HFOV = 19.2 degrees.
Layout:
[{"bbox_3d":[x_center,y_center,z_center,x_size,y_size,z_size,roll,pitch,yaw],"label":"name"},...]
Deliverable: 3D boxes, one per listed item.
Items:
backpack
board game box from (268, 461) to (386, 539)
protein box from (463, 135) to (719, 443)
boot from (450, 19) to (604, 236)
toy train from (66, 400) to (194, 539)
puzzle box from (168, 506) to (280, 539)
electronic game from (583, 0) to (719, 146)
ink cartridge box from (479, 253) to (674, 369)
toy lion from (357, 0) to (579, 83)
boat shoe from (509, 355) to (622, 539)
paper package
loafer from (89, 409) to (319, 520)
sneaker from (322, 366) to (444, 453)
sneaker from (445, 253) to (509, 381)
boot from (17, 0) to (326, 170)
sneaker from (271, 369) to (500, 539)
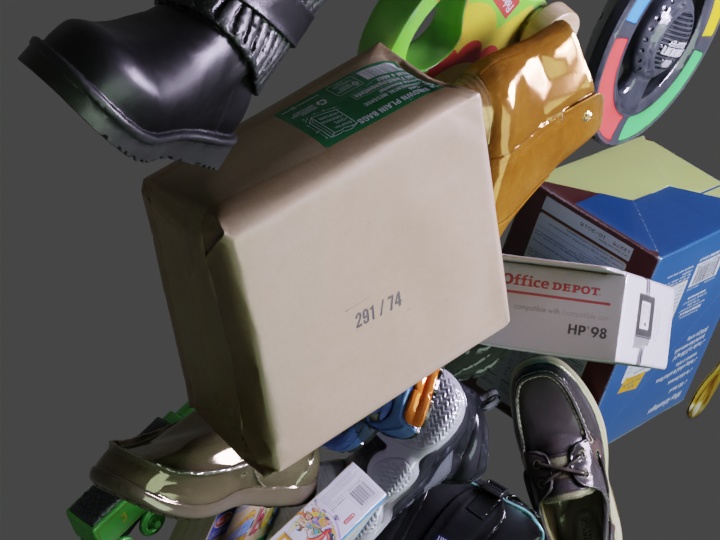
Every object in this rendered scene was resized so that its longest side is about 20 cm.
[{"bbox_3d":[0.034,0.254,1.699,0.201,0.175,0.153,-59,172,-16],"label":"backpack"},{"bbox_3d":[-0.075,0.227,1.431,0.200,0.034,0.135,-40,168,-39],"label":"board game box"},{"bbox_3d":[0.211,0.021,1.801,0.198,0.134,0.201,-21,137,-51],"label":"protein box"},{"bbox_3d":[0.105,-0.060,1.441,0.143,0.071,0.202,-29,134,-23],"label":"boot"},{"bbox_3d":[-0.119,0.117,1.434,0.200,0.042,0.057,-44,142,-25],"label":"toy train"},{"bbox_3d":[-0.105,0.208,1.515,0.134,0.025,0.200,-66,168,9],"label":"puzzle box"},{"bbox_3d":[0.241,-0.191,1.717,0.200,0.041,0.201,-42,152,-29],"label":"electronic game"},{"bbox_3d":[0.154,0.031,1.583,0.200,0.115,0.067,12,85,-68],"label":"ink cartridge box"},{"bbox_3d":[0.050,-0.135,1.427,0.192,0.069,0.200,-48,155,-1],"label":"toy lion"},{"bbox_3d":[0.168,0.166,1.707,0.065,0.073,0.201,-75,146,-68],"label":"boat shoe"},{"bbox_3d":[-0.019,-0.010,1.315,0.199,0.103,0.192,-30,131,-26],"label":"paper package"},{"bbox_3d":[-0.097,0.116,1.380,0.199,0.076,0.068,2,103,-57],"label":"loafer"},{"bbox_3d":[-0.011,0.076,1.483,0.200,0.078,0.076,-26,-141,65],"label":"sneaker"},{"bbox_3d":[0.057,0.050,1.635,0.200,0.076,0.091,-46,149,-25],"label":"sneaker"},{"bbox_3d":[-0.086,-0.142,1.133,0.158,0.079,0.211,-54,166,10],"label":"boot"},{"bbox_3d":[0.027,0.156,1.581,0.200,0.076,0.113,-49,151,18],"label":"sneaker"}]
